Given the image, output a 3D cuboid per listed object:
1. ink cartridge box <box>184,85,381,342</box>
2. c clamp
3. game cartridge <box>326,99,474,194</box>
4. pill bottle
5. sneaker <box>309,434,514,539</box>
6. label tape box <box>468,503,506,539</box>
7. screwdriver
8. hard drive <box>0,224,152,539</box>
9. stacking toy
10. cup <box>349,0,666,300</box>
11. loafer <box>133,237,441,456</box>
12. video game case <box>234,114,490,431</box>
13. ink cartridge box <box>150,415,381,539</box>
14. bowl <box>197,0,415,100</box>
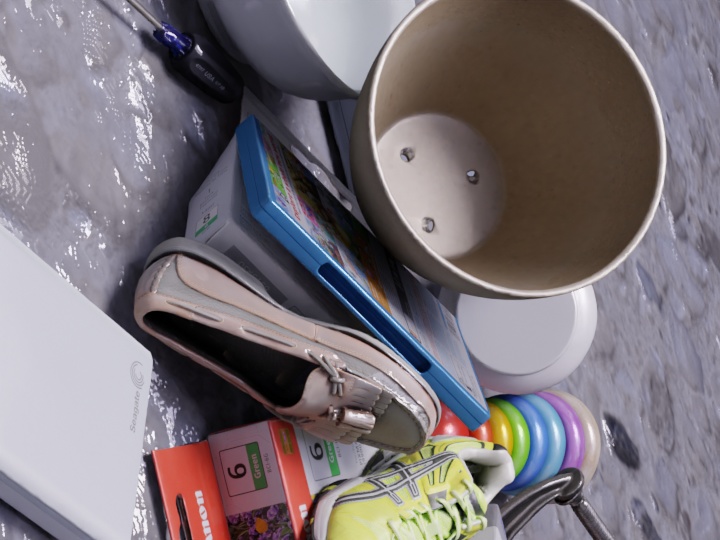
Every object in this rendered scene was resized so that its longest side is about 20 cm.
[{"bbox_3d":[-0.040,-0.012,1.481,0.161,0.050,0.200,45,18,-22],"label":"ink cartridge box"},{"bbox_3d":[0.162,0.214,1.691,0.200,0.171,0.027,47,-7,-36],"label":"c clamp"},{"bbox_3d":[0.030,-0.122,1.706,0.200,0.041,0.134,-5,77,-63],"label":"game cartridge"},{"bbox_3d":[0.109,0.031,1.622,0.200,0.110,0.112,13,62,-85],"label":"pill bottle"},{"bbox_3d":[0.031,0.147,1.406,0.200,0.076,0.076,-48,120,-58],"label":"sneaker"},{"bbox_3d":[0.075,0.231,1.489,0.200,0.063,0.145,-79,155,-74],"label":"label tape box"},{"bbox_3d":[-0.135,-0.156,1.422,0.200,0.029,0.028,36,46,-46],"label":"screwdriver"},{"bbox_3d":[-0.181,0.053,1.215,0.200,0.027,0.133,46,39,-45],"label":"hard drive"},{"bbox_3d":[0.090,0.119,1.650,0.200,0.085,0.086,13,65,-56],"label":"stacking toy"},{"bbox_3d":[0.071,-0.068,1.470,0.199,0.143,0.202,5,76,-21],"label":"cup"},{"bbox_3d":[-0.047,0.058,1.359,0.199,0.072,0.063,32,36,-8],"label":"loafer"},{"bbox_3d":[0.000,0.000,1.426,0.200,0.018,0.143,45,12,-22],"label":"video game case"},{"bbox_3d":[-0.045,0.143,1.400,0.200,0.050,0.110,-4,80,-64],"label":"ink cartridge box"},{"bbox_3d":[-0.049,-0.195,1.530,0.201,0.090,0.202,37,46,-50],"label":"bowl"}]
